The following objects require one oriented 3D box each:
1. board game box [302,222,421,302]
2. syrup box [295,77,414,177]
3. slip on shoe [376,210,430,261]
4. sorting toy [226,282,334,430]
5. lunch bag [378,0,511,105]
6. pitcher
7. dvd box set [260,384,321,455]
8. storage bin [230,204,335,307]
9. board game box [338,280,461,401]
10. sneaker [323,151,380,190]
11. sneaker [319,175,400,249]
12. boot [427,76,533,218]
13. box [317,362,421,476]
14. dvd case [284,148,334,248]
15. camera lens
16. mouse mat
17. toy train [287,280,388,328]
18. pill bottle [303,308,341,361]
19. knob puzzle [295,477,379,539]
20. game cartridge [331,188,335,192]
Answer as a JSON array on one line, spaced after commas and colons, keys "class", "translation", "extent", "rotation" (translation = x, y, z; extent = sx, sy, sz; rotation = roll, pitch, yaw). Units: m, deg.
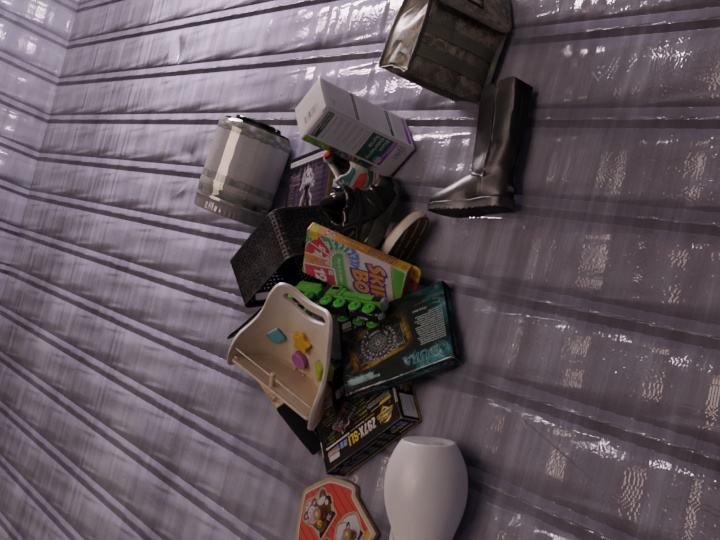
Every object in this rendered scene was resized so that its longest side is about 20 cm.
[{"class": "board game box", "translation": [0.000, 0.000, 1.575], "extent": [0.030, 0.197, 0.097], "rotation": [-56, -17, -45]}, {"class": "syrup box", "translation": [-0.008, -0.243, 1.665], "extent": [0.079, 0.198, 0.082], "rotation": [-45, 41, 32]}, {"class": "slip on shoe", "translation": [0.042, -0.029, 1.621], "extent": [0.061, 0.075, 0.201], "rotation": [53, 127, 31]}, {"class": "sorting toy", "translation": [-0.105, 0.120, 1.574], "extent": [0.199, 0.106, 0.182], "rotation": [34, 127, 26]}, {"class": "lunch bag", "translation": [0.146, -0.389, 1.550], "extent": [0.117, 0.162, 0.203], "rotation": [26, 98, 59]}, {"class": "pitcher", "translation": [0.082, 0.343, 1.400], "extent": [0.171, 0.119, 0.204], "rotation": [-175, 89, -68]}, {"class": "dvd box set", "translation": [-0.143, 0.220, 1.715], "extent": [0.029, 0.147, 0.200], "rotation": [-36, 39, -5]}, {"class": "storage bin", "translation": [-0.130, -0.024, 1.723], "extent": [0.200, 0.134, 0.095], "rotation": [-45, 60, 46]}, {"class": "board game box", "translation": [0.058, 0.112, 1.524], "extent": [0.198, 0.028, 0.137], "rotation": [-22, 55, 24]}, {"class": "sneaker", "translation": [-0.024, -0.225, 1.769], "extent": [0.070, 0.092, 0.203], "rotation": [-37, 49, 38]}, {"class": "sneaker", "translation": [0.001, -0.119, 1.633], "extent": [0.076, 0.114, 0.201], "rotation": [-40, 17, 39]}, {"class": "boot", "translation": [0.183, -0.188, 1.502], "extent": [0.163, 0.065, 0.204], "rotation": [-1, 78, 44]}, {"class": "box", "translation": [0.004, 0.221, 1.592], "extent": [0.200, 0.049, 0.162], "rotation": [-42, 48, 34]}, {"class": "dvd case", "translation": [-0.101, -0.131, 1.848], "extent": [0.148, 0.016, 0.204], "rotation": [-12, 67, 53]}, {"class": "camera lens", "translation": [-0.240, -0.207, 1.992], "extent": [0.159, 0.158, 0.203], "rotation": [24, 95, 53]}, {"class": "mouse mat", "translation": [-0.145, 0.067, 1.747], "extent": [0.200, 0.159, 0.008], "rotation": [-36, 80, 54]}, {"class": "toy train", "translation": [-0.036, 0.052, 1.579], "extent": [0.198, 0.042, 0.056], "rotation": [9, 39, 37]}, {"class": "pill bottle", "translation": [-0.094, 0.112, 1.712], "extent": [0.199, 0.111, 0.114], "rotation": [-16, 64, 49]}, {"class": "knob puzzle", "translation": [-0.061, 0.434, 1.609], "extent": [0.218, 0.030, 0.224], "rotation": [-25, 57, 46]}, {"class": "game cartridge", "translation": [-0.041, -0.060, 1.778], "extent": [0.131, 0.038, 0.200], "rotation": [-59, 38, 13]}]
